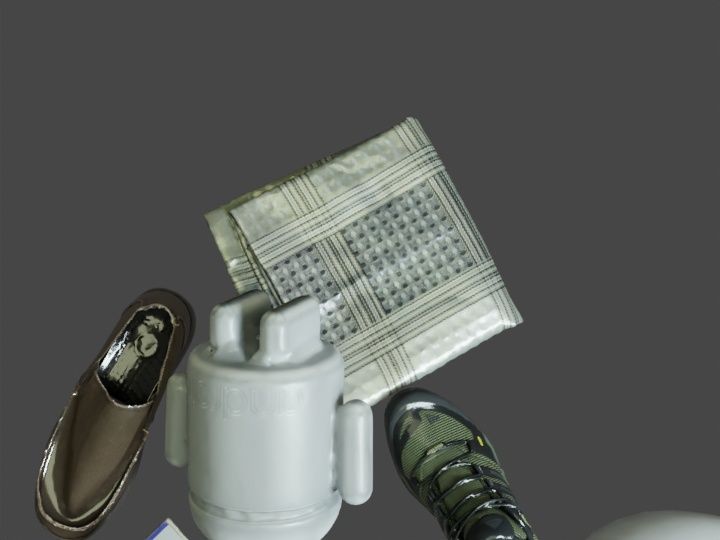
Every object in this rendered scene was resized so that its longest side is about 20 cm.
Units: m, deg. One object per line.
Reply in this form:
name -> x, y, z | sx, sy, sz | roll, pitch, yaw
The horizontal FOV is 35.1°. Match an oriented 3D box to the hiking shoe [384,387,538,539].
hiking shoe -> 0.087, 0.171, 0.838 | 0.075, 0.101, 0.201 | -33, 86, -9

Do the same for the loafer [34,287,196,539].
loafer -> -0.188, 0.102, 0.843 | 0.072, 0.071, 0.202 | 22, 81, -1

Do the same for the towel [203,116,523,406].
towel -> 0.000, 0.000, 0.890 | 0.198, 0.035, 0.194 | -26, 85, -7

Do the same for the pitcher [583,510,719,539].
pitcher -> 0.252, 0.257, 0.839 | 0.198, 0.121, 0.174 | -10, 98, -17

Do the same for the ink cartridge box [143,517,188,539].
ink cartridge box -> -0.131, 0.309, 0.808 | 0.197, 0.047, 0.200 | -43, 84, 9

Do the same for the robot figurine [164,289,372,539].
robot figurine -> -0.068, 0.119, 0.814 | 0.168, 0.113, 0.203 | 7, 104, 27
